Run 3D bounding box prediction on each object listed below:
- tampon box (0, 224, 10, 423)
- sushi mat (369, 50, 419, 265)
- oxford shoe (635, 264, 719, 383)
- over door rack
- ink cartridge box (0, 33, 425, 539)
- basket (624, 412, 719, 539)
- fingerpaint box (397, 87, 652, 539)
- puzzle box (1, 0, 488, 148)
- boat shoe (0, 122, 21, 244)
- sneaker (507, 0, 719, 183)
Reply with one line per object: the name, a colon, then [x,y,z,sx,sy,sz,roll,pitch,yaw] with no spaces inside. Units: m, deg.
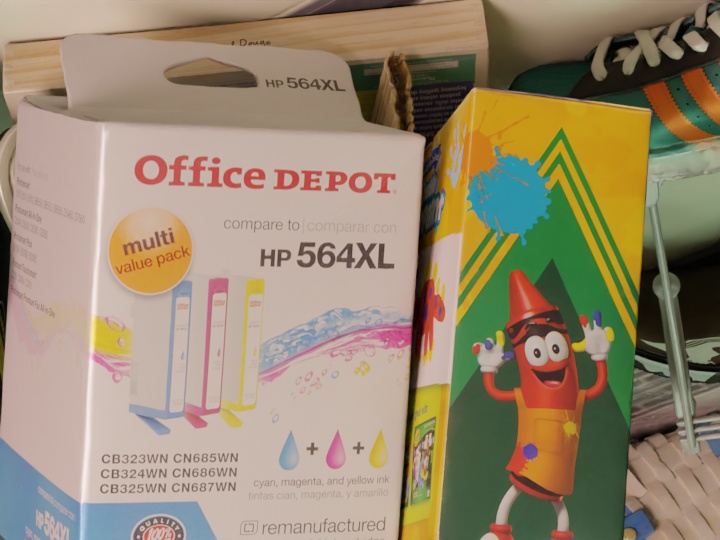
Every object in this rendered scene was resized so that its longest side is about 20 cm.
tampon box: [-0.250,0.001,0.899,0.199,0.127,0.150,-3,152,-3]
sushi mat: [0.000,0.000,0.920,0.012,0.096,0.200,4,152,-9]
oxford shoe: [0.203,0.008,1.077,0.199,0.073,0.085,-1,127,0]
over door rack: [0.205,-0.002,0.989,0.147,0.067,0.201,-9,135,9]
ink cartridge box: [-0.060,0.014,0.825,0.128,0.201,0.125,1,-172,-22]
basket: [0.161,0.189,1.299,0.200,0.139,0.177,-35,153,-9]
fingerpaint box: [0.052,0.035,0.855,0.073,0.168,0.200,7,169,-8]
puzzle box: [-0.044,-0.061,0.929,0.199,0.026,0.133,-5,152,-1]
boat shoe: [-0.100,-0.001,0.935,0.066,0.075,0.199,10,161,45]
sneaker: [0.152,-0.085,0.883,0.199,0.071,0.080,-1,120,17]
